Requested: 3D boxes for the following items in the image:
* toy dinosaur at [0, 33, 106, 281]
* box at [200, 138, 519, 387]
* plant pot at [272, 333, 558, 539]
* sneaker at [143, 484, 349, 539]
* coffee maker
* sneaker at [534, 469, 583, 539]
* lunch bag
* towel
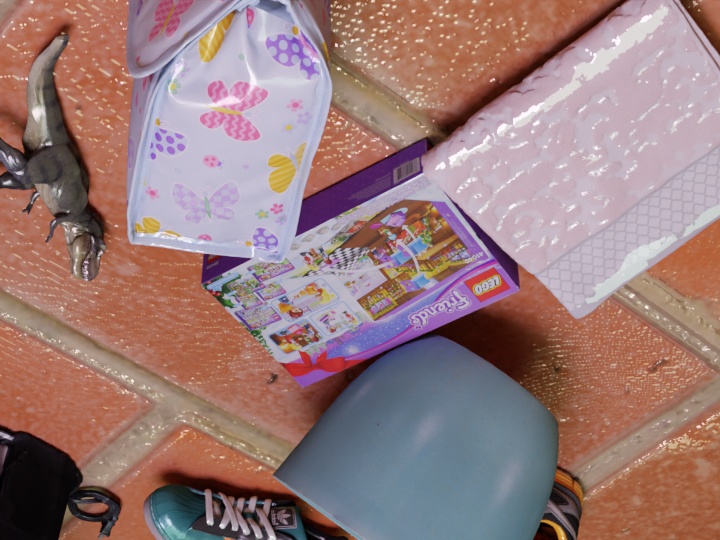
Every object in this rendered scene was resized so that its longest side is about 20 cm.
[{"bbox_3d":[-0.228,-0.072,1.000,0.087,0.048,0.201,-17,136,-16],"label":"toy dinosaur"},{"bbox_3d":[0.000,0.000,1.079,0.198,0.039,0.137,-25,129,22],"label":"box"},{"bbox_3d":[0.058,0.149,1.114,0.200,0.200,0.162,42,78,-34],"label":"plant pot"},{"bbox_3d":[-0.095,0.226,1.284,0.199,0.072,0.080,29,123,-32],"label":"sneaker"},{"bbox_3d":[-0.299,0.246,1.204,0.190,0.201,0.135,12,134,-12],"label":"coffee maker"},{"bbox_3d":[0.110,0.192,1.242,0.198,0.078,0.078,23,132,-19],"label":"sneaker"},{"bbox_3d":[-0.077,-0.136,0.855,0.126,0.171,0.201,9,137,-13],"label":"lunch bag"},{"bbox_3d":[0.172,-0.074,0.994,0.199,0.032,0.191,-36,125,18],"label":"towel"}]
